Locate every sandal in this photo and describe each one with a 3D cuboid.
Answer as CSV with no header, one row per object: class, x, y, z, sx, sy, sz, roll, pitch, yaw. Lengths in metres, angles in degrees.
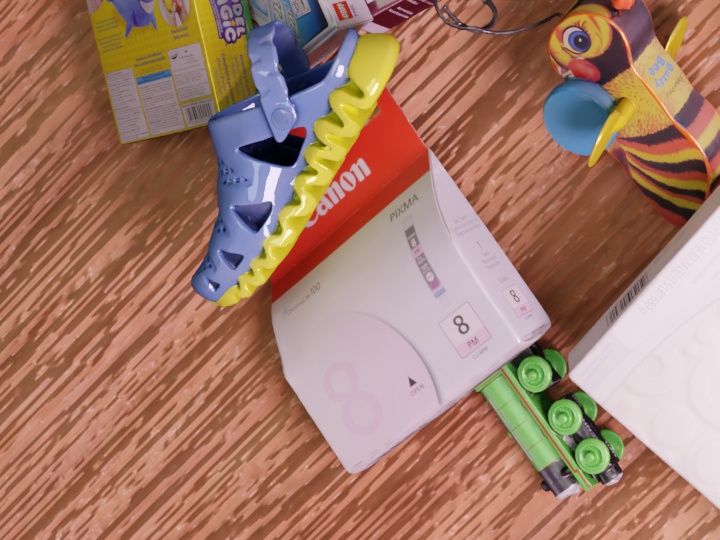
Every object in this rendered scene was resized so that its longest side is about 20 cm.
sandal,-0.055,-0.071,1.259,0.087,0.080,0.201,29,108,-3

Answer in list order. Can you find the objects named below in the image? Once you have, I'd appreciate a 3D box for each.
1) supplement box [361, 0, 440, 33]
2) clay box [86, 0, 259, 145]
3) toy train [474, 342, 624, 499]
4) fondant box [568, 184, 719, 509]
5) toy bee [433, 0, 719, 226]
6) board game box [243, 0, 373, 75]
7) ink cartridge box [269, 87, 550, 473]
supplement box,0.065,-0.240,1.290,0.199,0.061,0.109,-27,83,16
clay box,-0.126,-0.186,1.314,0.115,0.047,0.201,-6,97,50
toy train,0.089,0.055,1.298,0.056,0.042,0.201,-38,80,24
fondant box,0.241,0.067,1.222,0.200,0.058,0.144,40,101,-3
toy bee,0.147,-0.117,1.225,0.199,0.132,0.109,25,143,-16
board game box,-0.077,-0.215,1.312,0.126,0.034,0.201,-32,80,50
ink cartridge box,0.000,0.000,1.293,0.162,0.057,0.200,-40,84,34
